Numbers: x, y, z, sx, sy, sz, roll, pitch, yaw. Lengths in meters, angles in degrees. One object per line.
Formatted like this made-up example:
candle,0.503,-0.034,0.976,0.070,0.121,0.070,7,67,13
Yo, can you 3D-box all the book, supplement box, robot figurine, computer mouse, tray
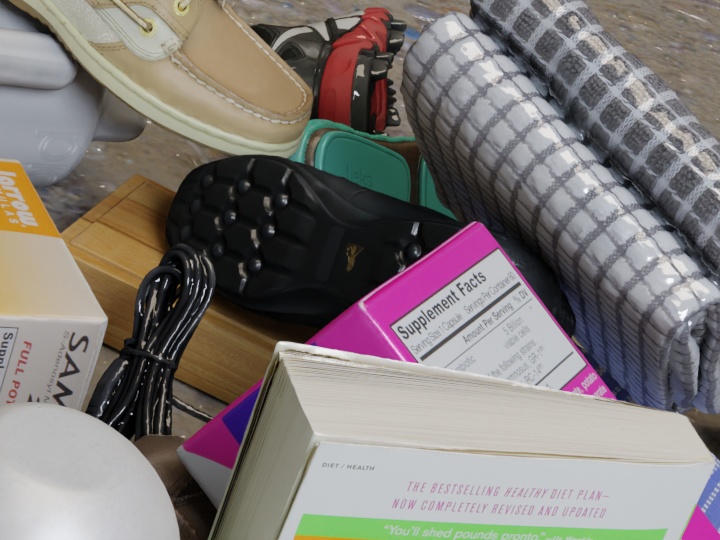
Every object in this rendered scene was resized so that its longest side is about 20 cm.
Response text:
book,0.011,0.125,0.693,0.133,0.201,0.048,9,28,-23
supplement box,-0.214,0.008,0.891,0.199,0.074,0.126,4,31,-31
robot figurine,-0.194,-0.096,1.055,0.199,0.114,0.169,1,-2,-33
computer mouse,-0.010,0.075,0.903,0.199,0.044,0.110,24,66,2
supplement box,0.048,0.100,0.794,0.200,0.101,0.103,53,32,4
tray,-0.036,0.026,1.029,0.199,0.037,0.099,26,27,8

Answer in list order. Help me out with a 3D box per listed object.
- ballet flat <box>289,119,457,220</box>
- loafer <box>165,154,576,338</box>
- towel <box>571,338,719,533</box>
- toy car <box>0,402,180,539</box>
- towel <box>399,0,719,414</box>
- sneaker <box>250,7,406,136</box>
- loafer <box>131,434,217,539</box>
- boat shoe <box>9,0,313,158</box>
ballet flat,0.006,-0.035,1.129,0.070,0.068,0.200,0,-9,35
loafer,0.000,0.000,0.971,0.200,0.068,0.070,16,-9,38
towel,0.104,0.083,0.989,0.200,0.024,0.145,39,29,7
toy car,-0.154,0.097,0.658,0.199,0.176,0.150,9,27,-22
towel,0.106,-0.028,0.956,0.166,0.086,0.200,47,-4,18
sneaker,-0.026,-0.102,1.229,0.097,0.071,0.200,3,14,6
loafer,-0.084,0.095,0.809,0.199,0.073,0.071,12,58,-37
boat shoe,-0.098,-0.125,1.006,0.200,0.066,0.074,36,32,-7
